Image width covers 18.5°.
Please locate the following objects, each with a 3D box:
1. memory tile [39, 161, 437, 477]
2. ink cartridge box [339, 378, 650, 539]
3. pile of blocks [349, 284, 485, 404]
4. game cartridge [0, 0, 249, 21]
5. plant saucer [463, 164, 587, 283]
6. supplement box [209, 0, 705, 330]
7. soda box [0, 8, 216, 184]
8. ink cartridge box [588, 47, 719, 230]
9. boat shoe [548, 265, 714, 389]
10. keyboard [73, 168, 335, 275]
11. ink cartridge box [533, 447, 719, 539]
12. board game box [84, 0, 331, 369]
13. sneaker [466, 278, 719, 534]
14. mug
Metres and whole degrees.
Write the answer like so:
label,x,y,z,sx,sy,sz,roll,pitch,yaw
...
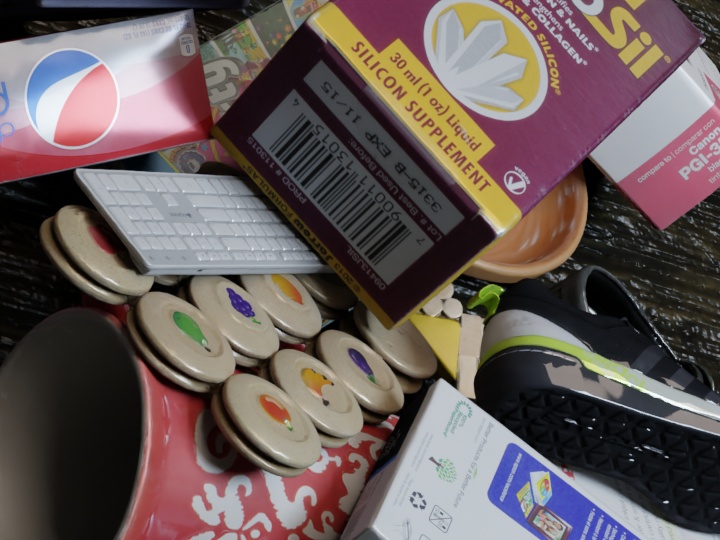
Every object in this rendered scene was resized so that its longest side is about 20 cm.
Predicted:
label,x,y,z,sx,sy,sz,roll,pitch,yaw
memory tile,-0.047,0.015,0.976,0.153,0.017,0.200,45,21,7
ink cartridge box,0.088,0.143,0.960,0.200,0.039,0.099,37,42,-7
pile of blocks,0.000,0.000,1.179,0.082,0.062,0.200,-29,81,-21
game cartridge,-0.144,-0.136,1.048,0.130,0.200,0.038,0,92,-46
plant saucer,0.047,-0.075,1.296,0.200,0.037,0.200,25,45,-28
supplement box,0.049,-0.087,1.041,0.131,0.103,0.200,47,48,0
soda box,-0.170,-0.070,0.996,0.200,0.070,0.063,-14,99,-27
ink cartridge box,0.140,-0.141,1.344,0.200,0.083,0.147,45,17,-22
boat shoe,0.173,0.085,1.268,0.201,0.063,0.074,49,36,-3
keyboard,-0.053,-0.022,0.991,0.056,0.011,0.200,56,25,18
ink cartridge box,0.109,0.156,1.094,0.200,0.125,0.129,13,51,-36
board game box,-0.023,-0.058,1.125,0.200,0.064,0.148,-33,83,-21
sneaker,0.139,0.057,1.047,0.200,0.072,0.083,26,43,-26
mug,-0.051,0.082,0.983,0.200,0.133,0.178,18,85,-39
